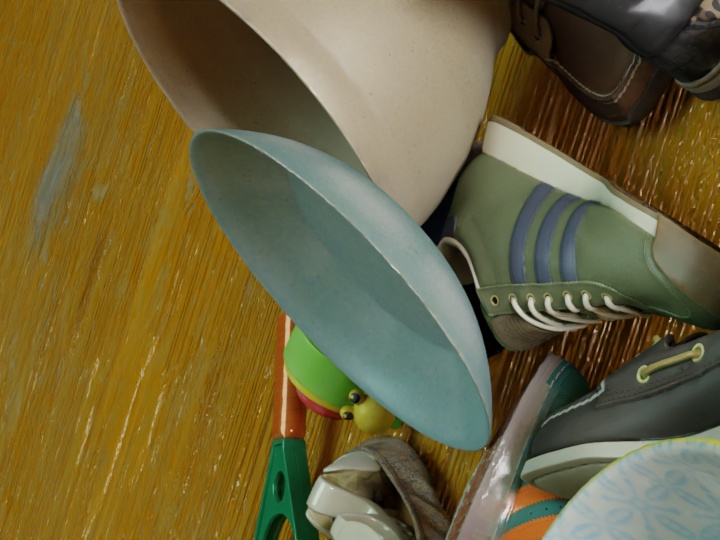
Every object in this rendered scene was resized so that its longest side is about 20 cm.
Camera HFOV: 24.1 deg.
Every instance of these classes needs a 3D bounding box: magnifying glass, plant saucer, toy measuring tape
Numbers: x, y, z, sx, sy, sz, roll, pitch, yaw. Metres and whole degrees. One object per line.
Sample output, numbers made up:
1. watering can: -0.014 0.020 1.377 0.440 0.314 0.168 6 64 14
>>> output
1. magnifying glass: -0.045 0.127 1.048 0.079 0.022 0.202 155 117 -64
2. plant saucer: 0.000 0.000 0.800 0.039 0.201 0.201 -44 19 -16
3. toy measuring tape: -0.018 0.030 1.023 0.074 0.073 0.201 -61 27 25

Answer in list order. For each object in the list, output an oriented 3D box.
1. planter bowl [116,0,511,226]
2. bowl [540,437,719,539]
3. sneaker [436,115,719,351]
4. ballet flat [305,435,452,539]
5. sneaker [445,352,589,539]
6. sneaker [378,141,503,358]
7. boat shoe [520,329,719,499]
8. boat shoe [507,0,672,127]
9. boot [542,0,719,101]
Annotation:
1. planter bowl: -0.010 -0.119 0.853 0.135 0.201 0.200 -44 18 -17
2. bowl: 0.133 0.166 0.562 0.200 0.107 0.202 -44 38 47
3. sneaker: 0.098 0.003 0.763 0.090 0.067 0.200 -60 34 7
4. ballet flat: 0.010 0.134 0.898 0.069 0.067 0.200 -69 24 8
5. sneaker: 0.079 0.133 0.763 0.072 0.079 0.201 113 -179 -59
6. sneaker: 0.028 0.005 0.928 0.199 0.076 0.112 -15 52 55
7. boat shoe: 0.141 0.054 0.668 0.201 0.071 0.061 -21 55 52
8. boat shoe: 0.102 -0.138 0.866 0.076 0.071 0.200 -63 26 22
9. boot: 0.122 -0.191 0.758 0.073 0.150 0.202 -14 63 62
